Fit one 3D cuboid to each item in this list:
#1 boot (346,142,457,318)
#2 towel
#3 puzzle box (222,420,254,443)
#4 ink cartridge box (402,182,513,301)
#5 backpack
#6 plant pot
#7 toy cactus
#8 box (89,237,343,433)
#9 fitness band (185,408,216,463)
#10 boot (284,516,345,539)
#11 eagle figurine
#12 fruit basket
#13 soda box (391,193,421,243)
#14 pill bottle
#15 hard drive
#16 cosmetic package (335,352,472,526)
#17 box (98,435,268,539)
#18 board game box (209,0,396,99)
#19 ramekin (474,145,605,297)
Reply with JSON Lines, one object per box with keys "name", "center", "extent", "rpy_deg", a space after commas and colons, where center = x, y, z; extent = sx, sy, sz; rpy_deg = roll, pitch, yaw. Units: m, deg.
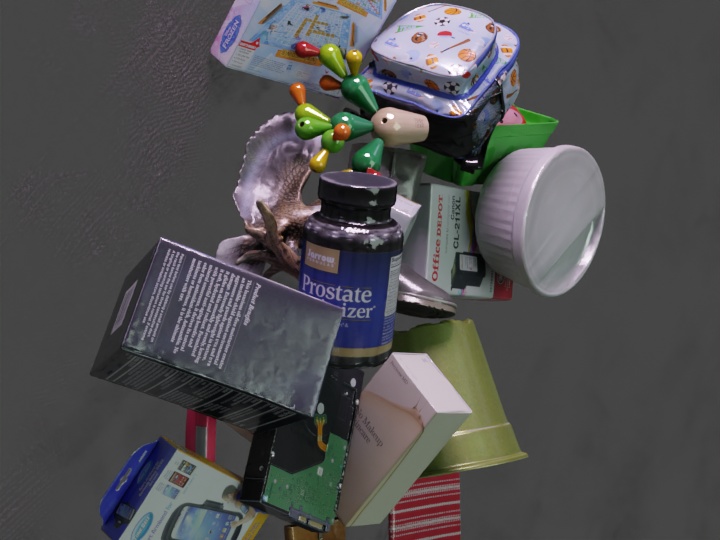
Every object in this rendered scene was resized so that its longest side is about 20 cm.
{"name": "boot", "center": [0.053, -0.051, 1.654], "extent": [0.181, 0.073, 0.200], "rpy_deg": [16, 73, -1]}
{"name": "towel", "center": [0.086, 0.379, 1.786], "extent": [0.144, 0.022, 0.200], "rpy_deg": [0, 89, -46]}
{"name": "puzzle box", "center": [-0.104, 0.134, 1.514], "extent": [0.200, 0.025, 0.133], "rpy_deg": [45, 58, -42]}
{"name": "ink cartridge box", "center": [0.120, -0.036, 1.769], "extent": [0.200, 0.083, 0.146], "rpy_deg": [5, 88, -49]}
{"name": "backpack", "center": [0.105, -0.243, 1.623], "extent": [0.191, 0.200, 0.154], "rpy_deg": [-45, 150, -40]}
{"name": "plant pot", "center": [0.102, 0.165, 1.699], "extent": [0.200, 0.200, 0.190], "rpy_deg": [-2, 79, -48]}
{"name": "toy cactus", "center": [0.003, -0.174, 1.507], "extent": [0.165, 0.102, 0.200], "rpy_deg": [-2, 63, -27]}
{"name": "box", "center": [-0.149, 0.073, 1.329], "extent": [0.198, 0.200, 0.123], "rpy_deg": [23, 72, -15]}
{"name": "fitness band", "center": [-0.140, 0.177, 1.520], "extent": [0.144, 0.037, 0.200], "rpy_deg": [7, 87, -51]}
{"name": "boot", "center": [-0.071, 0.407, 1.575], "extent": [0.188, 0.068, 0.200], "rpy_deg": [-5, 94, -48]}
{"name": "eagle figurine", "center": [-0.078, -0.070, 1.538], "extent": [0.200, 0.151, 0.152], "rpy_deg": [-84, -167, -51]}
{"name": "fruit basket", "center": [0.160, -0.228, 1.778], "extent": [0.215, 0.155, 0.216], "rpy_deg": [-27, 128, -41]}
{"name": "soda box", "center": [0.000, 0.000, 1.566], "extent": [0.200, 0.068, 0.064], "rpy_deg": [-66, 175, 21]}
{"name": "pill bottle", "center": [-0.012, -0.002, 1.432], "extent": [0.112, 0.112, 0.200], "rpy_deg": [-12, 112, -48]}
{"name": "hard drive", "center": [-0.065, 0.188, 1.504], "extent": [0.140, 0.038, 0.200], "rpy_deg": [33, 60, -47]}
{"name": "cosmetic package", "center": [0.031, 0.205, 1.583], "extent": [0.073, 0.104, 0.200], "rpy_deg": [6, 126, -48]}
{"name": "box", "center": [-0.190, 0.263, 1.427], "extent": [0.200, 0.041, 0.119], "rpy_deg": [37, 83, -47]}
{"name": "board game box", "center": [-0.051, -0.311, 1.525], "extent": [0.200, 0.041, 0.200], "rpy_deg": [8, 119, -49]}
{"name": "ramekin", "center": [0.236, -0.071, 1.749], "extent": [0.202, 0.094, 0.203], "rpy_deg": [-17, 113, -46]}
